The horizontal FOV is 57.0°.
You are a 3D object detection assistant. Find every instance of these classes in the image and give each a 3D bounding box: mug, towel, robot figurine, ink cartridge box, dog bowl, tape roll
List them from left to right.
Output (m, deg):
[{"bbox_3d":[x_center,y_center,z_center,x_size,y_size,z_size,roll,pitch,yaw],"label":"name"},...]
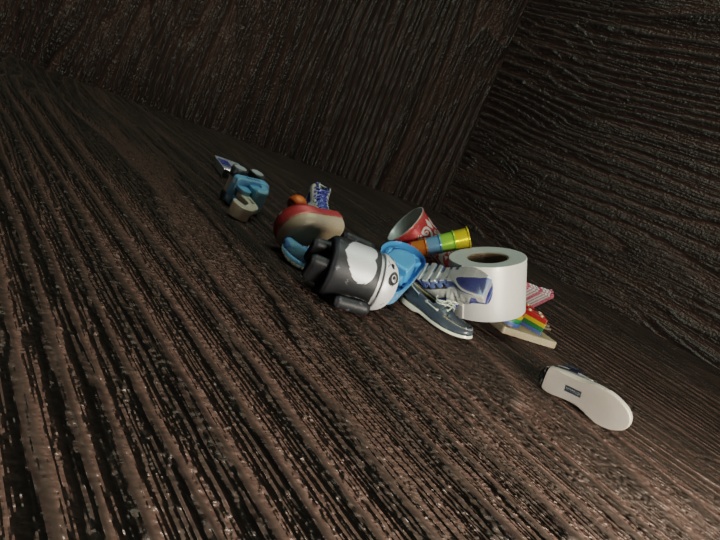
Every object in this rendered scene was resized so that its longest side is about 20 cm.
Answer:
[{"bbox_3d":[-0.442,-0.343,2.255,0.093,0.038,0.200,17,16,-27],"label":"ink cartridge box"},{"bbox_3d":[-0.017,0.003,1.344,0.196,0.153,0.125,19,-1,-17],"label":"robot figurine"},{"bbox_3d":[0.069,0.007,1.506,0.110,0.050,0.200,31,40,15],"label":"dog bowl"},{"bbox_3d":[0.177,-0.056,1.894,0.200,0.134,0.176,47,-28,-15],"label":"mug"},{"bbox_3d":[0.322,0.032,1.686,0.198,0.143,0.203,-3,17,1],"label":"tape roll"},{"bbox_3d":[0.454,0.071,1.949,0.197,0.146,0.031,19,56,-30],"label":"towel"}]

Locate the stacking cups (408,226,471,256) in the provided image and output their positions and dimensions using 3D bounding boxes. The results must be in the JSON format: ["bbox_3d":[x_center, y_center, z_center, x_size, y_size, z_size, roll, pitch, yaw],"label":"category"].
[{"bbox_3d":[0.195,-0.067,1.773,0.195,0.062,0.061,-13,13,1],"label":"stacking cups"}]

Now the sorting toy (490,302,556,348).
[{"bbox_3d":[0.424,0.121,1.833,0.197,0.071,0.199,18,13,-28],"label":"sorting toy"}]

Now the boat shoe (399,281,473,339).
[{"bbox_3d":[0.180,0.088,1.515,0.199,0.063,0.074,33,14,36],"label":"boat shoe"}]

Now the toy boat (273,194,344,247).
[{"bbox_3d":[-0.135,-0.122,1.583,0.132,0.130,0.199,58,22,15],"label":"toy boat"}]

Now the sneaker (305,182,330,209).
[{"bbox_3d":[-0.131,-0.204,2.018,0.079,0.117,0.199,14,14,-26],"label":"sneaker"}]

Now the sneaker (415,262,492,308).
[{"bbox_3d":[0.225,0.053,1.570,0.196,0.117,0.081,13,49,35],"label":"sneaker"}]

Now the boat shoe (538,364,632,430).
[{"bbox_3d":[0.468,0.248,1.345,0.198,0.076,0.092,32,22,36],"label":"boat shoe"}]

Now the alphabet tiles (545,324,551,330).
[{"bbox_3d":[0.499,0.133,2.083,0.165,0.008,0.199,15,14,-37],"label":"alphabet tiles"}]

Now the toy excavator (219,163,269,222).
[{"bbox_3d":[-0.300,-0.192,1.761,0.200,0.101,0.193,42,21,33],"label":"toy excavator"}]

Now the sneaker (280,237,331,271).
[{"bbox_3d":[-0.084,-0.033,1.461,0.197,0.092,0.078,25,12,19],"label":"sneaker"}]
